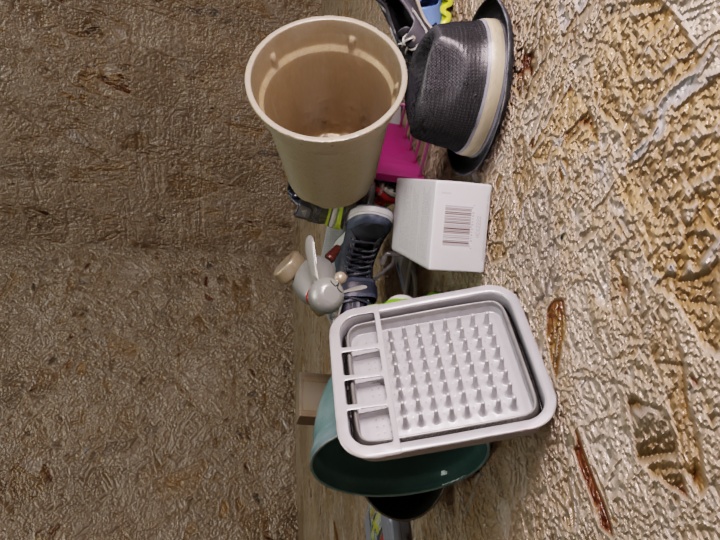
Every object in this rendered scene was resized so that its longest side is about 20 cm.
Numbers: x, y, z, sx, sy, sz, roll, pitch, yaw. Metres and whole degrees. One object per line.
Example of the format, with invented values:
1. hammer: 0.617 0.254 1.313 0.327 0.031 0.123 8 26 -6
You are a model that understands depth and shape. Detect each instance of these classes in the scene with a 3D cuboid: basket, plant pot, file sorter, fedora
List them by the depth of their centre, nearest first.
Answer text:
1. plant pot: 0.038 0.153 0.727 0.202 0.194 0.137 106 164 -50
2. fedora: 0.104 -0.215 0.748 0.200 0.089 0.207 -177 90 -79
3. plant pot: -0.040 -0.187 0.839 0.185 0.194 0.205 89 178 -61
4. basket: 0.039 0.234 0.900 0.200 0.132 0.186 130 135 -78
5. file sorter: 0.034 -0.250 1.035 0.202 0.135 0.128 -101 21 -52

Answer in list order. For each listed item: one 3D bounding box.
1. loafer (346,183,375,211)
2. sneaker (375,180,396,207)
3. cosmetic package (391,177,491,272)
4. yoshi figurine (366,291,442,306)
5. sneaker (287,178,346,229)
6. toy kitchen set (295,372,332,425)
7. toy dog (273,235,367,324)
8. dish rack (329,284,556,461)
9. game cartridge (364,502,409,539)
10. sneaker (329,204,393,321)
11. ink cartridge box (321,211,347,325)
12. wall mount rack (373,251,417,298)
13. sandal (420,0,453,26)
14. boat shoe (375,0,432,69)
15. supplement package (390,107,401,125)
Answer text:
1. loafer: -0.022 -0.130 1.045 0.201 0.068 0.077 -115 25 -59
2. sneaker: 0.035 -0.126 1.099 0.086 0.076 0.200 -53 7 7
3. cosmetic package: 0.096 -0.063 0.814 0.200 0.069 0.105 -137 51 -76
4. yoshi figurine: 0.075 0.080 0.865 0.200 0.110 0.115 86 162 -83
5. sneaker: -0.072 -0.143 0.966 0.202 0.079 0.075 -107 30 -48
6. toy kitchen set: -0.045 0.241 1.203 0.202 0.175 0.167 114 158 -51
7. toy dog: -0.043 0.008 0.856 0.097 0.132 0.199 -49 35 -7
8. dish rack: 0.072 0.100 0.611 0.174 0.194 0.044 -99 -3 -47
9. game cartridge: 0.041 0.437 1.081 0.135 0.040 0.203 -93 11 -46
10. sneaker: 0.001 0.000 0.945 0.203 0.075 0.150 121 153 -67
11. ink cartridge box: -0.029 -0.011 1.160 0.201 0.039 0.204 75 -157 -58
12. wall mount rack: 0.042 0.010 1.082 0.202 0.072 0.177 -100 16 -53
13. sandal: 0.088 -0.378 0.908 0.080 0.085 0.205 -110 23 -60
14. boat shoe: 0.062 -0.318 0.866 0.072 0.062 0.204 -17 101 48
15. supplement package: -0.030 -0.290 1.211 0.121 0.194 0.124 180 93 -79
